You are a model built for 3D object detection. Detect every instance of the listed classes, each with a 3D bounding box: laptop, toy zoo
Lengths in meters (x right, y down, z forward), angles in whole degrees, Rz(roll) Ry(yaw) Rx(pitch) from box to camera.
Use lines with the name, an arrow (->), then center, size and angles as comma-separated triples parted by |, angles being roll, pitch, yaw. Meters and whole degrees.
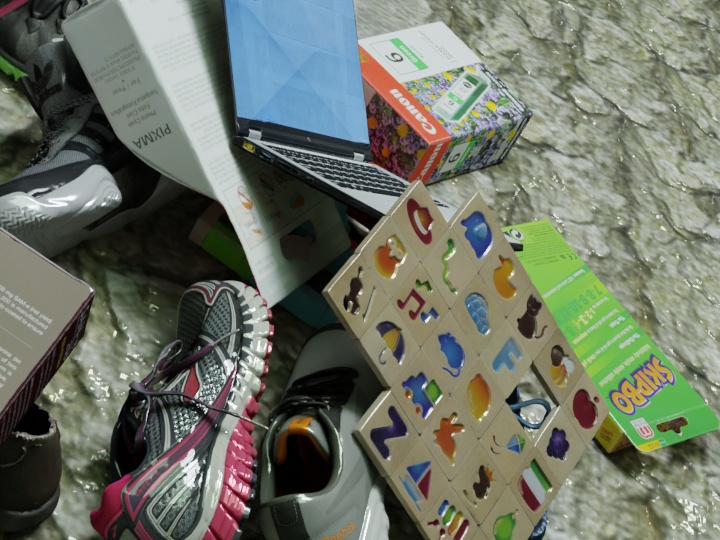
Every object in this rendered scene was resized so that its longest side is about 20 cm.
laptop -> 0.008, -0.109, 1.191 | 0.199, 0.117, 0.187 | 29, 11, 24
toy zoo -> 0.000, 0.000, 1.249 | 0.199, 0.021, 0.131 | 34, 36, 2

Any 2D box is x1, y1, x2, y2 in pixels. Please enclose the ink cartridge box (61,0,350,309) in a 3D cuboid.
ink cartridge box -> -0.087, -0.080, 1.171 | 0.201, 0.047, 0.160 | 65, 23, -6

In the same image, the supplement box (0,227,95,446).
supplement box -> -0.223, 0.064, 0.893 | 0.108, 0.061, 0.201 | 34, 63, 3

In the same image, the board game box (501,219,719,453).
board game box -> 0.151, 0.047, 1.308 | 0.095, 0.030, 0.200 | -10, 50, -44

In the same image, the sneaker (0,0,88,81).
sneaker -> -0.215, -0.182, 1.255 | 0.199, 0.084, 0.077 | 38, 35, 9

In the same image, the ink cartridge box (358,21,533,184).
ink cartridge box -> 0.025, -0.115, 1.389 | 0.109, 0.051, 0.199 | 46, 37, 19

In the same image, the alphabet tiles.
alphabet tiles -> 0.056, 0.059, 1.077 | 0.167, 0.008, 0.201 | -50, 117, -36

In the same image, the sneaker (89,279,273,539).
sneaker -> -0.093, 0.072, 1.039 | 0.074, 0.081, 0.201 | 20, 37, -13

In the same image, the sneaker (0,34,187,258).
sneaker -> -0.178, -0.076, 1.141 | 0.114, 0.075, 0.200 | 58, 32, 4

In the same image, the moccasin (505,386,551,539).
moccasin -> 0.059, 0.071, 1.147 | 0.080, 0.068, 0.201 | -8, 64, -44

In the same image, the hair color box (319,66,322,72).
hair color box -> -0.085, -0.175, 1.342 | 0.110, 0.064, 0.201 | 3, 39, -6

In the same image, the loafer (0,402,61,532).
loafer -> -0.219, 0.042, 0.986 | 0.200, 0.072, 0.073 | 40, 35, 12

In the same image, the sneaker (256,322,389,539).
sneaker -> -0.017, 0.090, 1.058 | 0.201, 0.073, 0.080 | -85, 156, -54
